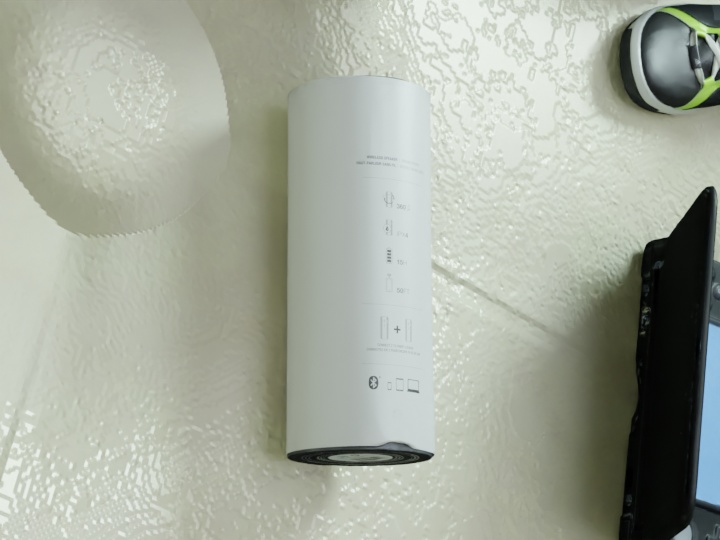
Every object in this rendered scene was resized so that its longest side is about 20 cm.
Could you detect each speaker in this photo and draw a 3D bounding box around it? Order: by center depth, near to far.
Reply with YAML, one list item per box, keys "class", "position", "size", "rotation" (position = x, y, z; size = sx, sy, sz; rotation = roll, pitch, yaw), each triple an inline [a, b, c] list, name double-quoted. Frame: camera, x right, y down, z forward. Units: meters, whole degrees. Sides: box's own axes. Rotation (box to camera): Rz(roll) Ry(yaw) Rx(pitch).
- class: "speaker"
  position: [0.000, 0.000, 1.093]
  size: [0.081, 0.081, 0.202]
  rotation: [8, 76, -37]

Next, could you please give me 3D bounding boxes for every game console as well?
- class: "game console"
  position: [0.223, 0.076, 1.234]
  size: [0.175, 0.116, 0.202]
  rotation: [20, 69, -34]

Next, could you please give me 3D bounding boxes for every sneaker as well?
- class: "sneaker"
  position: [0.257, -0.148, 1.323]
  size: [0.199, 0.083, 0.072]
  rotation: [-10, 86, -33]
